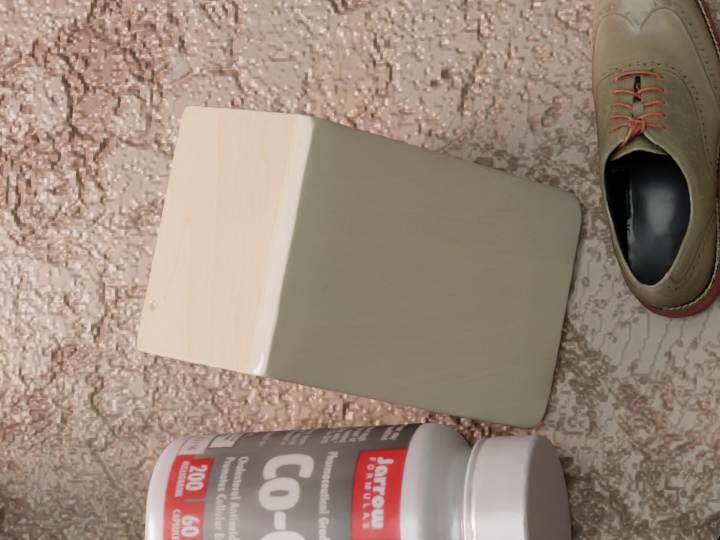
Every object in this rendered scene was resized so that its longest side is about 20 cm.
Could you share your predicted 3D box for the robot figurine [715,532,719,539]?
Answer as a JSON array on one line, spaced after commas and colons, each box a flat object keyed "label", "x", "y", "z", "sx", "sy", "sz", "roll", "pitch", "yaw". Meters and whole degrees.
[{"label": "robot figurine", "x": 0.227, "y": 0.201, "z": 1.268, "sx": 0.145, "sy": 0.058, "sz": 0.200, "roll": 10, "pitch": 88, "yaw": 19}]

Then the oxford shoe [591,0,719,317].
[{"label": "oxford shoe", "x": 0.153, "y": -0.079, "z": 1.341, "sx": 0.070, "sy": 0.075, "sz": 0.200, "roll": -11, "pitch": 80, "yaw": 17}]

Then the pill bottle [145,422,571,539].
[{"label": "pill bottle", "x": 0.000, "y": 0.136, "z": 1.344, "sx": 0.200, "sy": 0.114, "sz": 0.114, "roll": -5, "pitch": 82, "yaw": 17}]

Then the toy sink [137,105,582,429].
[{"label": "toy sink", "x": 0.000, "y": 0.000, "z": 1.350, "sx": 0.112, "sy": 0.200, "sz": 0.130, "roll": 8, "pitch": 87, "yaw": 48}]
